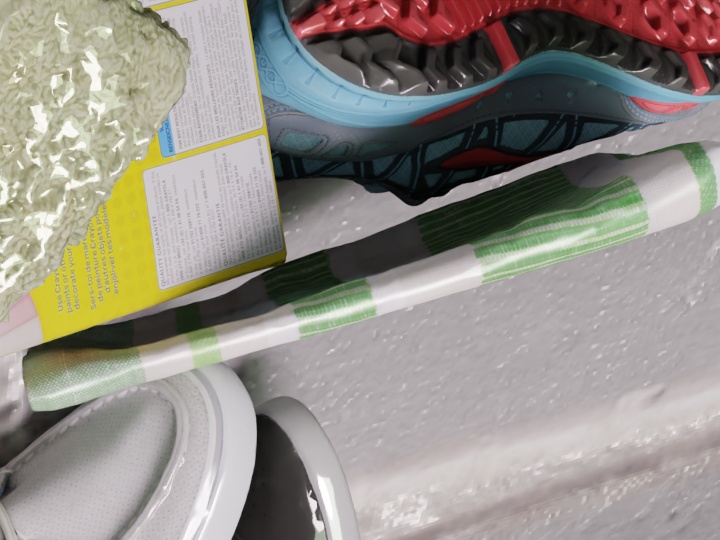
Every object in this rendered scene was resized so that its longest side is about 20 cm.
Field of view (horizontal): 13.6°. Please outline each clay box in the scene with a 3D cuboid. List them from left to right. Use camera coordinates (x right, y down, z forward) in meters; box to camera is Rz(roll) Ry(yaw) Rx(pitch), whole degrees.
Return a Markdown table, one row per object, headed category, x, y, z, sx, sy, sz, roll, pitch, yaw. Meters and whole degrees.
| category | x | y | z | sx | sy | sz | roll | pitch | yaw |
| --- | --- | --- | --- | --- | --- | --- | --- | --- | --- |
| clay box | -0.114 | -0.033 | 0.765 | 0.199 | 0.047 | 0.116 | -18 | 104 | -39 |

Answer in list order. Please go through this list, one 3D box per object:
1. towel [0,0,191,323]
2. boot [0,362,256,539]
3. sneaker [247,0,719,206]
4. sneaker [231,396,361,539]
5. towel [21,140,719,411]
| category | x | y | z | sx | sy | sz | roll | pitch | yaw |
| --- | --- | --- | --- | --- | --- | --- | --- | --- | --- |
| towel | -0.140 | -0.012 | 0.666 | 0.200 | 0.036 | 0.148 | -49 | 126 | -1 |
| boot | -0.121 | 0.100 | 0.924 | 0.200 | 0.074 | 0.095 | -51 | 146 | 13 |
| sneaker | 0.030 | -0.066 | 0.912 | 0.199 | 0.080 | 0.095 | -3 | 154 | -42 |
| sneaker | -0.065 | 0.131 | 0.999 | 0.099 | 0.071 | 0.201 | -14 | 138 | -35 |
| towel | 0.000 | 0.000 | 0.863 | 0.199 | 0.153 | 0.024 | -16 | 93 | -5 |
